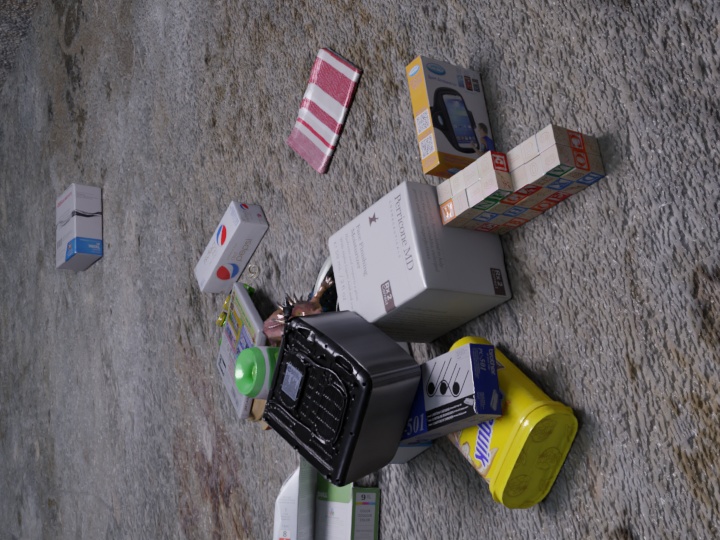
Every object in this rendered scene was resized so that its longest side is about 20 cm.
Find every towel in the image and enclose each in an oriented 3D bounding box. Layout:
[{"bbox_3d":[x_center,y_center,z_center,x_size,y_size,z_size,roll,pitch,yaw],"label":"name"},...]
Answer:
[{"bbox_3d":[-0.069,-0.295,1.864,0.144,0.023,0.201,44,119,48],"label":"towel"}]

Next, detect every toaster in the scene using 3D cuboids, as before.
[{"bbox_3d":[-0.031,0.159,1.389,0.180,0.118,0.201,34,119,37],"label":"toaster"}]

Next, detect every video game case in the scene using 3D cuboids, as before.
[{"bbox_3d":[-0.222,0.146,1.896,0.200,0.022,0.183,-128,48,-58],"label":"video game case"}]

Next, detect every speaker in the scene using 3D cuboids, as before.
[{"bbox_3d":[-0.103,0.171,1.669,0.088,0.199,0.089,-15,72,53],"label":"speaker"}]

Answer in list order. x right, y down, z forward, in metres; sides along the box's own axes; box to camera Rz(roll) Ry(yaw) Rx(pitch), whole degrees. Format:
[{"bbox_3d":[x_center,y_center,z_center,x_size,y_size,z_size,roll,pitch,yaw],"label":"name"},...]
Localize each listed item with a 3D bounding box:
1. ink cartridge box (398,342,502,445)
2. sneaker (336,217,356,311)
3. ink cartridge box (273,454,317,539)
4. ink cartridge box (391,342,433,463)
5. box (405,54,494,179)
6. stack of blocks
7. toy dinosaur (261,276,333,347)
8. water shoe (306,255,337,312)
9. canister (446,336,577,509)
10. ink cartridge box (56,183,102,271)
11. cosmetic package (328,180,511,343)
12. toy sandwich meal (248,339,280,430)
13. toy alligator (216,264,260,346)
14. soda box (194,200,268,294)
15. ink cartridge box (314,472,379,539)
[{"bbox_3d":[0.108,0.169,1.362,0.200,0.044,0.095,-32,57,53],"label":"ink cartridge box"},{"bbox_3d":[0.000,0.000,1.677,0.090,0.078,0.202,-145,69,-67],"label":"sneaker"},{"bbox_3d":[-0.097,0.351,1.671,0.050,0.162,0.202,-3,81,14],"label":"ink cartridge box"},{"bbox_3d":[0.011,0.188,1.553,0.085,0.144,0.201,-44,50,46],"label":"ink cartridge box"},{"bbox_3d":[0.132,-0.227,1.479,0.041,0.118,0.202,-30,61,48],"label":"box"},{"bbox_3d":[0.209,-0.118,1.353,0.200,0.114,0.059,-32,59,47],"label":"stack of blocks"},{"bbox_3d":[-0.111,0.085,1.658,0.199,0.135,0.086,-30,85,36],"label":"toy dinosaur"},{"bbox_3d":[-0.067,0.047,1.755,0.079,0.071,0.202,39,115,53],"label":"water shoe"},{"bbox_3d":[0.182,0.197,1.360,0.200,0.086,0.150,45,121,51],"label":"canister"},{"bbox_3d":[-0.769,-0.117,2.775,0.144,0.084,0.202,-26,64,50],"label":"ink cartridge box"},{"bbox_3d":[0.082,-0.005,1.469,0.200,0.164,0.166,-35,58,46],"label":"cosmetic package"},{"bbox_3d":[-0.175,0.192,1.892,0.205,0.070,0.207,-175,90,-66],"label":"toy sandwich meal"},{"bbox_3d":[-0.233,0.064,2.008,0.201,0.059,0.054,-64,-2,24],"label":"toy alligator"},{"bbox_3d":[-0.263,-0.043,2.053,0.201,0.068,0.064,-56,43,33],"label":"soda box"},{"bbox_3d":[-0.023,0.395,1.636,0.103,0.059,0.202,-10,75,54],"label":"ink cartridge box"}]
